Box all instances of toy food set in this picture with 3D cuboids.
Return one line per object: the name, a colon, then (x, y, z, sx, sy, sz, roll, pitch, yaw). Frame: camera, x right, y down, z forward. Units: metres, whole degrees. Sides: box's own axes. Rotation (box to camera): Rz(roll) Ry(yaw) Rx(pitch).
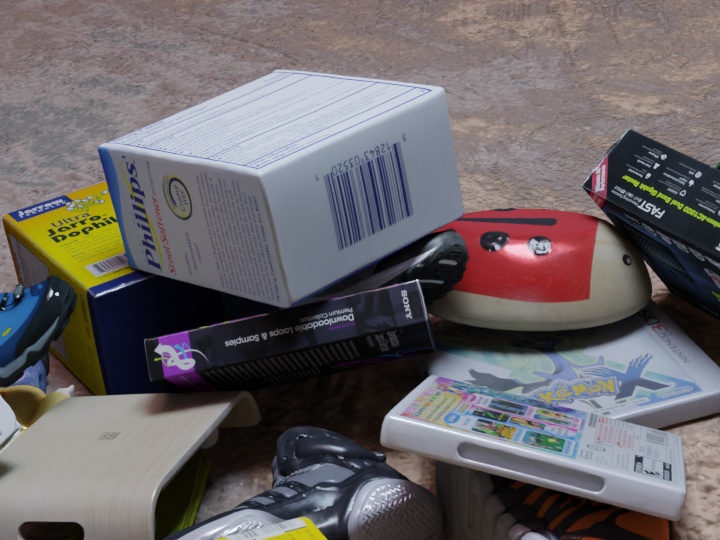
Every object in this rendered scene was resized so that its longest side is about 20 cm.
toy food set: (-0.168, 0.141, 1.138, 0.142, 0.061, 0.200, -3, 18, 19)

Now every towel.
towel: (-0.160, 0.183, 1.115, 0.085, 0.018, 0.200, -2, 27, 8)

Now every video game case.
video game case: (0.153, 0.075, 1.244, 0.199, 0.022, 0.182, -13, 27, -11)
video game case: (0.116, 0.109, 1.057, 0.181, 0.024, 0.200, 13, 6, 9)

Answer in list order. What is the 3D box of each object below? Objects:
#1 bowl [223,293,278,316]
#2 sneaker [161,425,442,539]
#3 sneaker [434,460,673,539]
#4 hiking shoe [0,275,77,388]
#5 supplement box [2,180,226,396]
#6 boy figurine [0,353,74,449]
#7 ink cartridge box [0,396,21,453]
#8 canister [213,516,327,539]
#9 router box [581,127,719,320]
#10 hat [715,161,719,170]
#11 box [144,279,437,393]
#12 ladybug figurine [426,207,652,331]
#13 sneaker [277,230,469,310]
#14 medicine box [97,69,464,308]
bowl: (-0.080, -0.017, 1.448, 0.199, 0.040, 0.201, -1, 26, 1)
sneaker: (-0.056, 0.162, 1.072, 0.199, 0.076, 0.114, -10, 26, -19)
sneaker: (0.125, 0.162, 1.041, 0.111, 0.078, 0.200, -5, 26, -21)
hiking shoe: (-0.299, 0.048, 1.194, 0.199, 0.087, 0.075, -26, 29, 16)
supplement box: (-0.198, 0.016, 1.347, 0.109, 0.110, 0.200, -21, 30, -25)
boy figurine: (-0.276, 0.111, 1.236, 0.123, 0.065, 0.200, -6, 24, -5)
ink cartridge box: (-0.341, 0.089, 1.114, 0.199, 0.146, 0.088, -17, 24, 45)
canister: (-0.098, 0.208, 0.879, 0.199, 0.087, 0.148, -11, 24, -20)
router box: (0.275, -0.012, 1.237, 0.062, 0.150, 0.200, -49, 36, -3)
hat: (0.420, -0.046, 1.421, 0.165, 0.177, 0.200, -19, -9, -18)
box: (-0.046, 0.054, 1.207, 0.198, 0.036, 0.143, -11, -12, 2)
ladybug figurine: (0.127, -0.004, 1.290, 0.198, 0.072, 0.136, 0, 21, 9)
sneaker: (0.000, 0.000, 1.269, 0.074, 0.080, 0.199, 5, -19, -43)
medicine box: (-0.058, -0.067, 1.220, 0.182, 0.104, 0.199, -28, 26, -36)
